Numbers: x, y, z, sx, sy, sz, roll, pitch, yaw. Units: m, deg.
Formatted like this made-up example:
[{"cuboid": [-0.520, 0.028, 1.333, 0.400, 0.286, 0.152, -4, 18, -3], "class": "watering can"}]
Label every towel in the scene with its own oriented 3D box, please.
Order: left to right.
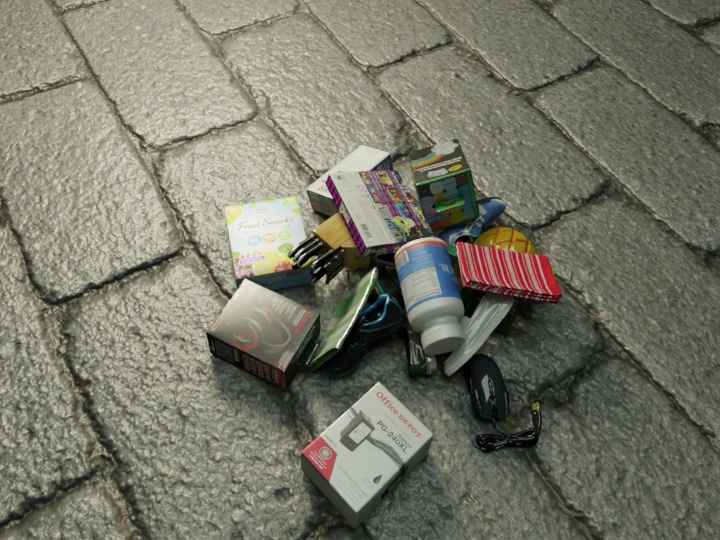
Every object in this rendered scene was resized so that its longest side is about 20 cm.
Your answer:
[{"cuboid": [-0.035, 0.095, 1.359, 0.023, 0.152, 0.202, 36, 54, -9], "class": "towel"}, {"cuboid": [0.289, 0.000, 1.373, 0.194, 0.023, 0.146, 9, 36, -6], "class": "towel"}]

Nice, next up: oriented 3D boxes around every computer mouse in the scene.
[{"cuboid": [0.274, 0.239, 1.330, 0.136, 0.047, 0.204, 0, 53, -3], "class": "computer mouse"}]

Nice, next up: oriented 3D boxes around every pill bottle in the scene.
[{"cuboid": [0.137, 0.051, 1.340, 0.109, 0.113, 0.205, -8, 65, -10], "class": "pill bottle"}]

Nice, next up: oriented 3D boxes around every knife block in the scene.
[{"cuboid": [-0.065, -0.064, 1.443, 0.170, 0.065, 0.204, 3, 50, -7], "class": "knife block"}]

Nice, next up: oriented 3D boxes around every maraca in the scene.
[{"cuboid": [0.326, -0.014, 1.485, 0.136, 0.108, 0.200, -35, 62, -22], "class": "maraca"}]

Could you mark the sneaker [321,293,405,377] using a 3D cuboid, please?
[{"cuboid": [-0.006, 0.121, 1.353, 0.199, 0.082, 0.073, -43, 55, -6], "class": "sneaker"}]

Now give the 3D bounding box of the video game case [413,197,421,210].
[{"cuboid": [0.080, -0.124, 1.608, 0.141, 0.019, 0.200, -32, 62, -24], "class": "video game case"}]

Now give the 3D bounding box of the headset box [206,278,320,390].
[{"cuboid": [-0.178, 0.126, 1.365, 0.196, 0.076, 0.150, 23, 55, 14], "class": "headset box"}]

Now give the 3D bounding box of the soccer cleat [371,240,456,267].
[{"cuboid": [0.118, -0.031, 1.483, 0.194, 0.085, 0.071, 3, 96, 5], "class": "soccer cleat"}]

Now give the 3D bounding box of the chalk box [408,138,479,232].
[{"cuboid": [0.183, -0.174, 1.517, 0.121, 0.126, 0.202, -14, 35, 7], "class": "chalk box"}]

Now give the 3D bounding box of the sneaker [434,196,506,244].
[{"cuboid": [0.249, -0.094, 1.563, 0.197, 0.076, 0.077, -31, 56, -12], "class": "sneaker"}]

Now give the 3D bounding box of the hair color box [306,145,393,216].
[{"cuboid": [-0.021, -0.206, 1.619, 0.099, 0.062, 0.199, 22, 52, 38], "class": "hair color box"}]

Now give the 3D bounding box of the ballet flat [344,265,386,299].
[{"cuboid": [0.000, 0.000, 1.492, 0.063, 0.068, 0.203, -29, 55, 9], "class": "ballet flat"}]

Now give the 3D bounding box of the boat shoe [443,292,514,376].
[{"cuboid": [0.218, 0.113, 1.365, 0.068, 0.072, 0.201, 39, 90, 8], "class": "boat shoe"}]

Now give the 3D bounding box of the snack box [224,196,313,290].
[{"cuboid": [-0.199, -0.056, 1.506, 0.164, 0.069, 0.203, -10, 53, -11], "class": "snack box"}]

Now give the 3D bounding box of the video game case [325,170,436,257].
[{"cuboid": [0.041, -0.123, 1.449, 0.177, 0.036, 0.203, -8, 56, -33], "class": "video game case"}]

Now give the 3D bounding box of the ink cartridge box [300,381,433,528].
[{"cuboid": [0.012, 0.318, 1.229, 0.145, 0.084, 0.199, 39, 60, 23], "class": "ink cartridge box"}]

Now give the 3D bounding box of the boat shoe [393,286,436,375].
[{"cuboid": [0.094, 0.119, 1.401, 0.064, 0.070, 0.204, -8, 61, -12], "class": "boat shoe"}]

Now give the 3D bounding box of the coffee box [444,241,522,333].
[{"cuboid": [0.237, 0.035, 1.434, 0.196, 0.126, 0.044, 22, 30, 14], "class": "coffee box"}]
